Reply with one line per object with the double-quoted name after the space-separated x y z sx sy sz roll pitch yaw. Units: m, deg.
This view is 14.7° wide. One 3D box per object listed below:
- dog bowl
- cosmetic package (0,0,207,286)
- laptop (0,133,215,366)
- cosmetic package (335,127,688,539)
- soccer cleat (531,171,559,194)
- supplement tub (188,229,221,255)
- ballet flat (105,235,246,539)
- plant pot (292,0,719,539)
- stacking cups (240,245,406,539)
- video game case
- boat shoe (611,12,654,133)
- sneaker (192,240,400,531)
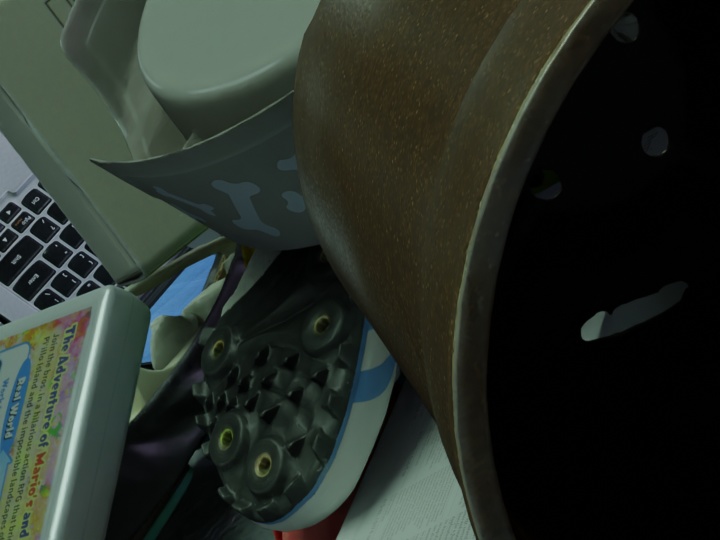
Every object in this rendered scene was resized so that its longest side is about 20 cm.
0.002 -0.091 0.792 0.200 0.059 0.201 -33 31 23 "dog bowl"
-0.030 -0.095 0.933 0.200 0.105 0.071 -37 4 -12 "cosmetic package"
-0.073 -0.060 1.129 0.187 0.200 0.116 -50 -11 -31 "laptop"
0.051 0.044 0.771 0.082 0.051 0.200 -30 21 34 "cosmetic package"
0.120 -0.084 0.912 0.200 0.068 0.081 -37 18 13 "soccer cleat"
-0.022 -0.117 1.064 0.200 0.132 0.132 -49 22 -27 "supplement tub"
-0.077 0.049 0.953 0.073 0.073 0.200 -9 35 53 "ballet flat"
0.083 -0.015 0.608 0.200 0.201 0.198 -40 23 -3 "plant pot"
-0.006 0.037 0.856 0.060 0.061 0.200 -33 26 14 "stacking cups"
-0.149 0.116 0.898 0.182 0.024 0.201 -19 50 42 "video game case"
0.089 -0.099 0.813 0.069 0.071 0.200 -17 -22 -49 "boat shoe"
0.000 0.000 0.817 0.072 0.072 0.201 -33 31 32 "sneaker"
